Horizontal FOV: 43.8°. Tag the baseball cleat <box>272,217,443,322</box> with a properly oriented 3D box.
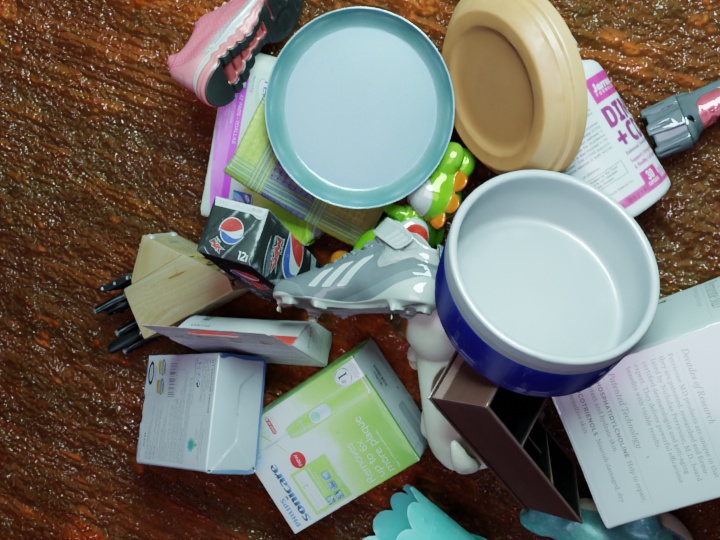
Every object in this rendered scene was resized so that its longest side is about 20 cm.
[{"bbox_3d":[0.000,0.000,0.948,0.196,0.070,0.109,2,75,26],"label":"baseball cleat"}]

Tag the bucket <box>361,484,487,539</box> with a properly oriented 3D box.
[{"bbox_3d":[0.062,0.371,1.046,0.134,0.208,0.209,33,110,-2],"label":"bucket"}]

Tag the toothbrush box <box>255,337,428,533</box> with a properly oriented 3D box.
[{"bbox_3d":[-0.033,0.201,1.098,0.199,0.086,0.147,-34,90,22],"label":"toothbrush box"}]

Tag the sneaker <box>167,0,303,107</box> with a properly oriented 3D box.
[{"bbox_3d":[-0.140,-0.275,0.993,0.086,0.074,0.201,26,66,23],"label":"sneaker"}]

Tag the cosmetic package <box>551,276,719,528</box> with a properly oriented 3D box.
[{"bbox_3d":[0.319,0.131,0.926,0.197,0.167,0.169,-22,94,20],"label":"cosmetic package"}]

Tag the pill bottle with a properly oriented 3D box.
[{"bbox_3d":[0.222,-0.142,0.927,0.112,0.113,0.202,-32,91,21],"label":"pill bottle"}]

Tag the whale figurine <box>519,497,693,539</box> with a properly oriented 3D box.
[{"bbox_3d":[0.273,0.314,0.991,0.197,0.104,0.160,27,131,-4],"label":"whale figurine"}]

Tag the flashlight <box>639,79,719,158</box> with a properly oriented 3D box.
[{"bbox_3d":[0.385,-0.171,0.894,0.197,0.068,0.069,-24,89,19],"label":"flashlight"}]

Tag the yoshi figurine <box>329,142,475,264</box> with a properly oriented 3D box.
[{"bbox_3d":[0.051,-0.066,1.002,0.112,0.112,0.201,41,110,12],"label":"yoshi figurine"}]

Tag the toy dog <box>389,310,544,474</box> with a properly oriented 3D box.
[{"bbox_3d":[0.099,0.103,0.984,0.137,0.194,0.204,-7,106,31],"label":"toy dog"}]

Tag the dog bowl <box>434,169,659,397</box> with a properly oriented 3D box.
[{"bbox_3d":[0.170,0.011,0.833,0.198,0.201,0.079,30,150,9],"label":"dog bowl"}]

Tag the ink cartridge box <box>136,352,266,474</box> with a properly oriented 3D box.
[{"bbox_3d":[-0.206,0.173,1.102,0.198,0.076,0.139,-7,74,46],"label":"ink cartridge box"}]

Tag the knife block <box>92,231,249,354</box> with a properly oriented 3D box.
[{"bbox_3d":[-0.241,0.051,1.131,0.197,0.064,0.179,23,105,22],"label":"knife block"}]

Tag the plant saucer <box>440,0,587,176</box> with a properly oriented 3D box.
[{"bbox_3d":[0.139,-0.178,0.876,0.200,0.037,0.203,45,147,41],"label":"plant saucer"}]

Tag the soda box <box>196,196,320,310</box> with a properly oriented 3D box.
[{"bbox_3d":[-0.109,-0.014,1.011,0.069,0.200,0.064,14,78,17],"label":"soda box"}]

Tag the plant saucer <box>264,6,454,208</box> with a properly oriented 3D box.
[{"bbox_3d":[-0.001,-0.167,0.932,0.196,0.027,0.205,1,101,3],"label":"plant saucer"}]

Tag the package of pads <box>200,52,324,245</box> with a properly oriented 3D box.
[{"bbox_3d":[-0.095,-0.143,1.052,0.152,0.068,0.204,16,106,14],"label":"package of pads"}]

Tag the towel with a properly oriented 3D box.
[{"bbox_3d":[-0.038,-0.123,0.996,0.198,0.023,0.145,26,99,-27],"label":"towel"}]

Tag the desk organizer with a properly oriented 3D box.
[{"bbox_3d":[0.162,0.165,0.900,0.076,0.072,0.201,1,138,51],"label":"desk organizer"}]

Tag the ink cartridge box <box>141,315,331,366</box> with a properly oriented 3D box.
[{"bbox_3d":[-0.137,0.070,1.045,0.158,0.200,0.051,2,73,17],"label":"ink cartridge box"}]
